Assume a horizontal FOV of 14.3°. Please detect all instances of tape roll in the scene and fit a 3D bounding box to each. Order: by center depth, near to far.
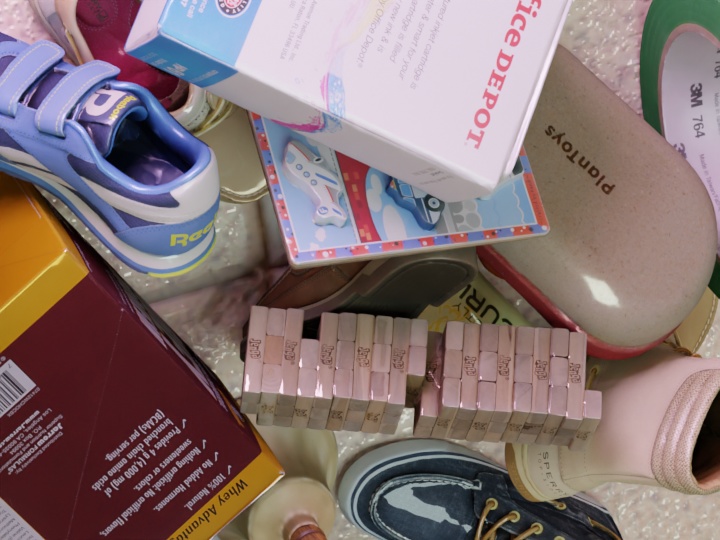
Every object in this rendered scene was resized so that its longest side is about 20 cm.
[{"bbox_3d":[0.224,-0.075,1.651,0.048,0.200,0.201,-14,119,-16],"label":"tape roll"}]

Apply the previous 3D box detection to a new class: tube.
[{"bbox_3d":[0.063,0.035,1.727,0.200,0.052,0.058,41,60,-29],"label":"tube"}]

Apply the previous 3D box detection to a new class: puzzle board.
[{"bbox_3d":[0.009,-0.101,1.570,0.150,0.201,0.017,-8,156,-19],"label":"puzzle board"}]

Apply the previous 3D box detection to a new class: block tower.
[{"bbox_3d":[0.034,0.060,1.615,0.199,0.058,0.054,6,157,-4],"label":"block tower"}]

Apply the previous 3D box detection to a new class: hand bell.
[{"bbox_3d":[-0.029,0.161,1.658,0.104,0.200,0.105,-9,117,-18],"label":"hand bell"}]

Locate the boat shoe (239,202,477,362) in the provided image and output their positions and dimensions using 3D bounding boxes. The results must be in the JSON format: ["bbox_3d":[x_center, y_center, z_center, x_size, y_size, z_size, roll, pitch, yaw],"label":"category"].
[{"bbox_3d":[0.000,0.000,1.638,0.072,0.068,0.200,14,151,-36],"label":"boat shoe"}]

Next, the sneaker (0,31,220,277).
[{"bbox_3d":[-0.155,-0.081,1.518,0.200,0.082,0.074,32,57,4],"label":"sneaker"}]

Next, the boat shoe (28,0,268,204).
[{"bbox_3d":[-0.108,-0.099,1.578,0.074,0.069,0.200,-44,122,2],"label":"boat shoe"}]

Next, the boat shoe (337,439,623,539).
[{"bbox_3d":[0.088,0.162,1.771,0.199,0.091,0.071,14,108,-27],"label":"boat shoe"}]

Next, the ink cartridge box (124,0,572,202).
[{"bbox_3d":[-0.001,-0.140,1.491,0.199,0.085,0.145,24,78,-14],"label":"ink cartridge box"}]

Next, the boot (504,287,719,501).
[{"bbox_3d":[0.194,0.061,1.698,0.200,0.155,0.073,-45,115,-34],"label":"boot"}]

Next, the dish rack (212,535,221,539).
[{"bbox_3d":[-0.094,0.264,1.664,0.200,0.043,0.172,51,49,-27],"label":"dish rack"}]

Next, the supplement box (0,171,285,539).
[{"bbox_3d":[-0.190,0.089,1.595,0.197,0.133,0.200,-42,122,0],"label":"supplement box"}]

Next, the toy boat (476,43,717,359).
[{"bbox_3d":[0.108,-0.032,1.676,0.200,0.131,0.131,44,61,0],"label":"toy boat"}]
